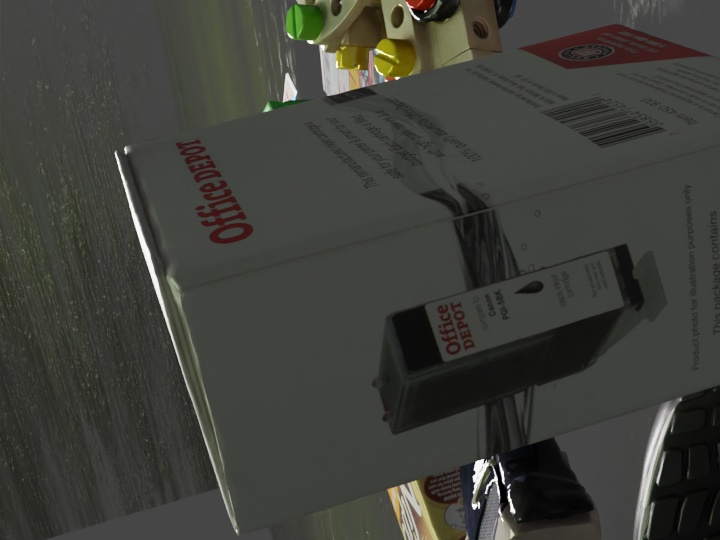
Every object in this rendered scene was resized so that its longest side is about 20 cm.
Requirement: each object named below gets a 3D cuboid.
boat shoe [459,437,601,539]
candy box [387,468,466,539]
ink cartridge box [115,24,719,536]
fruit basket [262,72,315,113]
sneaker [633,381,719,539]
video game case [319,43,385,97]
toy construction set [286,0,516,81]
[{"bbox_3d":[0.091,0.165,0.689,0.093,0.074,0.201,-107,17,-48],"label":"boat shoe"},{"bbox_3d":[0.052,0.151,0.877,0.116,0.055,0.201,95,158,-61],"label":"candy box"},{"bbox_3d":[0.031,-0.010,0.392,0.147,0.199,0.083,-127,24,-64],"label":"ink cartridge box"},{"bbox_3d":[-0.057,-0.037,1.020,0.186,0.093,0.201,-114,34,-42],"label":"fruit basket"},{"bbox_3d":[0.125,0.115,0.429,0.088,0.075,0.201,-117,16,-70],"label":"sneaker"},{"bbox_3d":[0.004,-0.135,0.847,0.200,0.017,0.144,-115,15,-44],"label":"video game case"},{"bbox_3d":[0.027,-0.089,0.583,0.131,0.092,0.201,-23,87,52],"label":"toy construction set"}]
